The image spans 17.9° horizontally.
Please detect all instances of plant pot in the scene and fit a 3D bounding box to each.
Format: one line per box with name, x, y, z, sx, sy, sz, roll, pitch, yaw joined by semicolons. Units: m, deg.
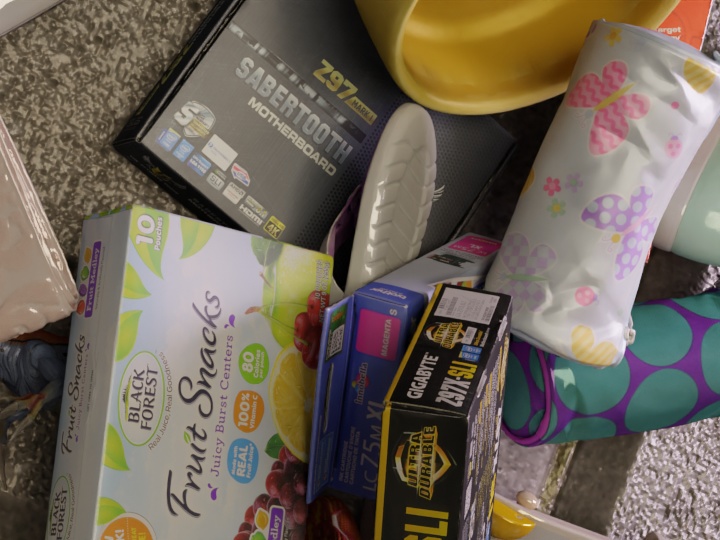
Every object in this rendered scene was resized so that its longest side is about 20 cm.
plant pot;0.072;-0.224;1.338;0.201;0.201;0.189;-12;57;-24

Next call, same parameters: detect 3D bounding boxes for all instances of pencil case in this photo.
pencil case;0.181;0.054;1.441;0.200;0.085;0.092;-8;53;-23
pencil case;0.141;-0.044;1.318;0.091;0.083;0.200;23;95;21

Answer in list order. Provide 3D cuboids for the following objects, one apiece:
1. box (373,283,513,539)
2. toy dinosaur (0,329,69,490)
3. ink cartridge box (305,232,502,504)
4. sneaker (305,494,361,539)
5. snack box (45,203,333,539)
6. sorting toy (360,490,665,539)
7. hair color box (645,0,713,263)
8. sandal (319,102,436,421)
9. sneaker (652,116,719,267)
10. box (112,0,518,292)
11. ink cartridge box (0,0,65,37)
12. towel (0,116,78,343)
box;0.042;0.130;1.228;0.049;0.160;0.200;7;113;8
toy dinosaur;-0.178;0.065;1.308;0.181;0.105;0.200;41;39;-7
ink cartridge box;0.031;0.056;1.320;0.200;0.042;0.119;-23;124;-60
sneaker;0.005;0.221;1.332;0.077;0.073;0.200;10;46;-35
snack box;-0.092;0.077;1.245;0.142;0.053;0.200;14;76;-37
sorting toy;0.082;0.224;1.398;0.200;0.107;0.180;22;98;-21
hair color box;0.169;-0.099;1.428;0.061;0.102;0.200;14;82;1
sandal;-0.003;-0.001;1.325;0.050;0.082;0.203;11;87;21
sneaker;0.273;-0.070;1.460;0.118;0.074;0.200;24;60;9
box;-0.024;-0.076;1.374;0.200;0.051;0.158;41;73;-19
ink cartridge box;-0.201;-0.216;1.284;0.200;0.086;0.147;-33;101;-20
towel;-0.274;-0.031;1.222;0.200;0.032;0.191;-21;95;10
